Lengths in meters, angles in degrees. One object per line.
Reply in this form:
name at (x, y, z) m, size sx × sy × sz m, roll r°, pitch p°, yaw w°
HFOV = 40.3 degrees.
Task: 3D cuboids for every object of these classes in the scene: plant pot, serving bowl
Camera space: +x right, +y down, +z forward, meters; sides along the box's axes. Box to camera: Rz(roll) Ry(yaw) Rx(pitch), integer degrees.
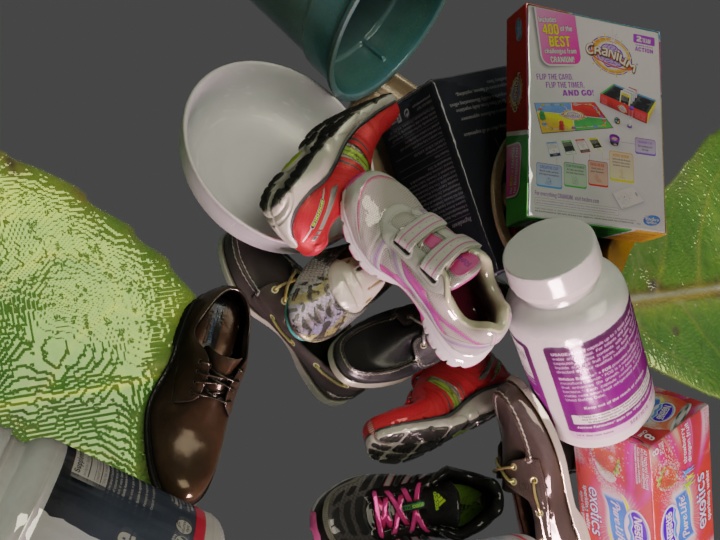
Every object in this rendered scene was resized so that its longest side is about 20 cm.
plant pot at (-0.033, -0.314, 1.003) m, size 0.196 × 0.201 × 0.200 m, roll 40°, pitch 55°, yaw 15°
serving bowl at (-0.086, -0.099, 0.947) m, size 0.198 × 0.066 × 0.202 m, roll 15°, pitch 57°, yaw -24°

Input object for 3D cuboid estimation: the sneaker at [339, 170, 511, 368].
sneaker at (0.065, -0.010, 0.852) m, size 0.200 × 0.088 × 0.081 m, roll 48°, pitch 62°, yaw -6°

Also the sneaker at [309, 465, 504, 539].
sneaker at (0.051, 0.218, 0.908) m, size 0.198 × 0.087 × 0.075 m, roll 2°, pitch 70°, yaw -28°

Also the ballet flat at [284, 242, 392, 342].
ballet flat at (0.000, 0.000, 0.921) m, size 0.072 × 0.072 × 0.200 m, roll 51°, pitch 36°, yaw -2°

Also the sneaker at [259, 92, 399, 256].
sneaker at (-0.018, -0.089, 0.908) m, size 0.085 × 0.077 × 0.201 m, roll 53°, pitch 52°, yaw -21°

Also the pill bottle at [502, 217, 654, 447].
pill bottle at (0.194, 0.055, 0.886) m, size 0.113 × 0.111 × 0.201 m, roll -52°, pitch 133°, yaw -33°

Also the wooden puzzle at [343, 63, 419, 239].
wooden puzzle at (0.049, -0.099, 1.068) m, size 0.184 × 0.037 × 0.202 m, roll 31°, pitch 64°, yaw -15°

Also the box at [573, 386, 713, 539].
box at (0.283, 0.226, 0.977) m, size 0.099 × 0.095 × 0.202 m, roll -23°, pitch 115°, yaw -33°

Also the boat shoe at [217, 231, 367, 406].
boat shoe at (-0.059, 0.035, 0.937) m, size 0.072 × 0.060 × 0.202 m, roll -38°, pitch 91°, yaw -34°

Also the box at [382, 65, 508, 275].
box at (0.129, -0.097, 1.023) m, size 0.147 × 0.107 × 0.202 m, roll -16°, pitch 86°, yaw -35°

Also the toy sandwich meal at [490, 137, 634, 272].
toy sandwich meal at (0.215, -0.071, 0.963) m, size 0.203 × 0.070 × 0.208 m, roll 9°, pitch 73°, yaw -30°

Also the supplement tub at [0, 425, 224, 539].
supplement tub at (-0.215, 0.213, 0.733) m, size 0.199 × 0.140 × 0.142 m, roll 29°, pitch 59°, yaw -16°

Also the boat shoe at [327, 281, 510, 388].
boat shoe at (0.059, 0.054, 0.921) m, size 0.198 × 0.068 × 0.072 m, roll -14°, pitch 66°, yaw -30°

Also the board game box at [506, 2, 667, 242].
board game box at (0.211, -0.135, 0.918) m, size 0.151 × 0.040 × 0.203 m, roll 6°, pitch 79°, yaw -20°

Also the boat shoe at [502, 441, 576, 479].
boat shoe at (0.227, 0.166, 1.032) m, size 0.200 × 0.060 × 0.072 m, roll -32°, pitch 90°, yaw -34°

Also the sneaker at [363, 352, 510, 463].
sneaker at (0.069, 0.126, 0.965) m, size 0.199 × 0.077 × 0.085 m, roll -15°, pitch 66°, yaw -42°

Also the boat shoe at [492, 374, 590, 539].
boat shoe at (0.162, 0.198, 0.935) m, size 0.059 × 0.072 × 0.202 m, roll -24°, pitch 107°, yaw -11°

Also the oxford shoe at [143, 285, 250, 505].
oxford shoe at (-0.139, 0.103, 0.853) m, size 0.072 × 0.084 × 0.202 m, roll 17°, pitch 65°, yaw -24°

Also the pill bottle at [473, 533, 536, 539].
pill bottle at (0.075, 0.302, 0.876) m, size 0.198 × 0.109 × 0.110 m, roll 0°, pitch 70°, yaw -28°
